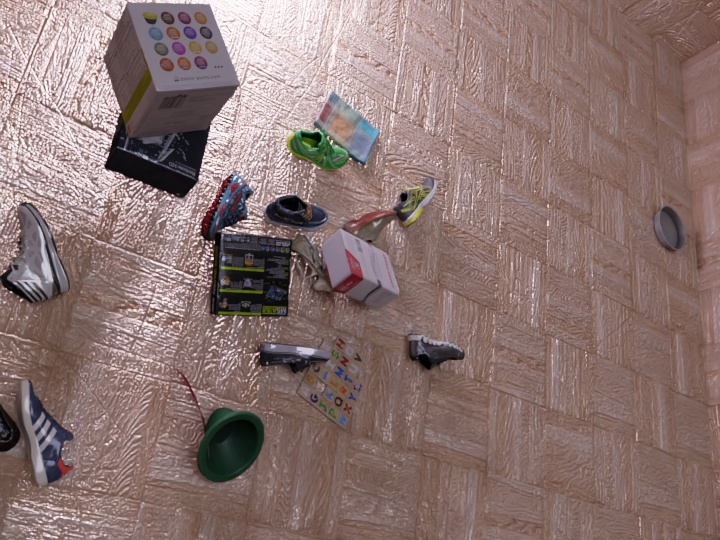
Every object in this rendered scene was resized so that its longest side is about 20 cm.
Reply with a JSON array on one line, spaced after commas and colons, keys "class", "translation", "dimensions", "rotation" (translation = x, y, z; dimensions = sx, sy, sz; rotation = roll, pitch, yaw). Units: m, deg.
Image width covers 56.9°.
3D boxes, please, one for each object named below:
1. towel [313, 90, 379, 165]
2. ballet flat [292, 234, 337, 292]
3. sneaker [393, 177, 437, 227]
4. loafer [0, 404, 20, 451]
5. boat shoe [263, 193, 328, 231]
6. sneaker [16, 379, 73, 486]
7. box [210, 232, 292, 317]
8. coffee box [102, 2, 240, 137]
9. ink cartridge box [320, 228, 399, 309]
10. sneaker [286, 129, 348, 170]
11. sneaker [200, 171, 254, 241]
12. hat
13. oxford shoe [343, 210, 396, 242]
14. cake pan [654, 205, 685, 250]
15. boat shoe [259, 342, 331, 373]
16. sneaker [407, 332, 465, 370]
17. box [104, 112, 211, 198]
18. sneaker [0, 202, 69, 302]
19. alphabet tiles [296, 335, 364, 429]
[{"class": "towel", "translation": [-0.037, -0.425, 1.978], "dimensions": [0.198, 0.022, 0.149], "rotation": [37, 56, -21]}, {"class": "ballet flat", "translation": [-0.118, 0.001, 1.757], "dimensions": [0.075, 0.068, 0.201], "rotation": [-43, 102, -16]}, {"class": "sneaker", "translation": [0.168, -0.227, 2.027], "dimensions": [0.084, 0.074, 0.202], "rotation": [43, 55, -15]}, {"class": "loafer", "translation": [-0.708, 0.250, 1.234], "dimensions": [0.201, 0.071, 0.073], "rotation": [48, 54, -13]}, {"class": "boat shoe", "translation": [-0.154, -0.154, 1.759], "dimensions": [0.196, 0.090, 0.073], "rotation": [0, 74, -36]}, {"class": "sneaker", "translation": [-0.609, 0.306, 1.290], "dimensions": [0.083, 0.074, 0.206], "rotation": [-13, 92, -36]}, {"class": "box", "translation": [-0.264, 0.013, 1.622], "dimensions": [0.196, 0.047, 0.199], "rotation": [3, 92, -35]}, {"class": "coffee box", "translation": [-0.414, -0.435, 1.442], "dimensions": [0.196, 0.199, 0.202], "rotation": [-17, 82, -39]}, {"class": "ink cartridge box", "translation": [0.000, 0.000, 1.770], "dimensions": [0.198, 0.082, 0.150], "rotation": [26, 38, -44]}, {"class": "sneaker", "translation": [-0.111, -0.338, 1.856], "dimensions": [0.196, 0.083, 0.076], "rotation": [12, 67, -33]}, {"class": "sneaker", "translation": [-0.321, -0.148, 1.644], "dimensions": [0.095, 0.079, 0.204], "rotation": [35, 58, -23]}, {"class": "hat", "translation": [-0.328, 0.345, 1.514], "dimensions": [0.162, 0.175, 0.205], "rotation": [-5, 114, -38]}, {"class": "oxford shoe", "translation": [0.031, -0.123, 1.910], "dimensions": [0.197, 0.070, 0.076], "rotation": [-24, 109, -35]}, {"class": "cake pan", "translation": [1.343, -0.180, 2.888], "dimensions": [0.196, 0.036, 0.206], "rotation": [13, 67, -32]}, {"class": "boat shoe", "translation": [-0.162, 0.221, 1.648], "dimensions": [0.196, 0.069, 0.068], "rotation": [11, 85, -36]}, {"class": "sneaker", "translation": [0.215, 0.246, 1.913], "dimensions": [0.196, 0.066, 0.093], "rotation": [18, 67, -26]}, {"class": "box", "translation": [-0.471, -0.311, 1.564], "dimensions": [0.196, 0.123, 0.202], "rotation": [20, 66, -29]}, {"class": "sneaker", "translation": [-0.681, -0.032, 1.345], "dimensions": [0.114, 0.075, 0.205], "rotation": [-24, 92, -40]}, {"class": "alphabet tiles", "translation": [-0.062, 0.281, 1.734], "dimensions": [0.166, 0.007, 0.203], "rotation": [40, 56, -19]}]
